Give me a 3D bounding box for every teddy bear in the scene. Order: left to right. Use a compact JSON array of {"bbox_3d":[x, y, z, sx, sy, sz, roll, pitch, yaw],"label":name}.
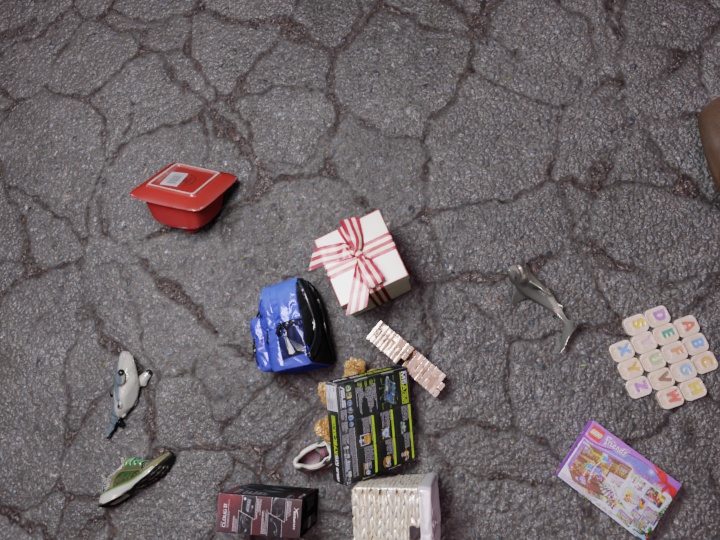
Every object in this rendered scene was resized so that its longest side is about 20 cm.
[{"bbox_3d":[-0.020,0.279,1.160,0.199,0.067,0.146,-36,85,-37],"label":"teddy bear"}]

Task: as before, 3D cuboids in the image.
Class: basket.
[{"bbox_3d":[0.076,0.514,1.060,0.158,0.200,0.202,-3,77,10],"label":"basket"}]

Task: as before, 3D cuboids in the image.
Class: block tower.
[{"bbox_3d":[0.106,0.197,1.204,0.199,0.058,0.054,40,85,13],"label":"block tower"}]

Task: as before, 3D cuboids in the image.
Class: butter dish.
[{"bbox_3d":[-0.428,-0.163,1.334,0.196,0.150,0.201,14,37,11],"label":"butter dish"}]

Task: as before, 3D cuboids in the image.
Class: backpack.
[{"bbox_3d":[-0.161,0.124,1.208,0.165,0.163,0.204,-13,76,9],"label":"backpack"}]

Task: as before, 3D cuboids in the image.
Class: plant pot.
[{"bbox_3d":[0.820,-0.277,1.149,0.184,0.188,0.203,-16,61,5],"label":"plant pot"}]

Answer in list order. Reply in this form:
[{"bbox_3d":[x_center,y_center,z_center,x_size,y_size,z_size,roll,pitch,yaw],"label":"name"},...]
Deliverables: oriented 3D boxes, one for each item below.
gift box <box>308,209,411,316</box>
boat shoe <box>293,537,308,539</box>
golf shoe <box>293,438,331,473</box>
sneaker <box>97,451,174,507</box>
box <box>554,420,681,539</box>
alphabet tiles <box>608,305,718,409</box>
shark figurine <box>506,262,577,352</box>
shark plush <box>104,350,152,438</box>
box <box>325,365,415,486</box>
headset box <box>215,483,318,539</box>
[{"bbox_3d":[0.000,0.000,1.198,0.198,0.187,0.186,-29,74,0],"label":"gift box"},{"bbox_3d":[-0.066,0.625,1.128,0.197,0.060,0.073,19,80,13],"label":"boat shoe"},{"bbox_3d":[-0.052,0.392,1.167,0.197,0.088,0.078,-24,73,1],"label":"golf shoe"},{"bbox_3d":[-0.524,0.459,1.237,0.198,0.077,0.089,-31,66,-2],"label":"sneaker"},{"bbox_3d":[0.519,0.424,1.092,0.199,0.039,0.138,36,85,15],"label":"box"},{"bbox_3d":[0.643,0.183,1.142,0.193,0.015,0.203,-20,74,4],"label":"alphabet tiles"},{"bbox_3d":[0.385,0.069,1.191,0.215,0.128,0.089,46,113,-2],"label":"shark figurine"},{"bbox_3d":[-0.573,0.302,1.302,0.082,0.090,0.204,15,100,31],"label":"shark plush"},{"bbox_3d":[0.024,0.313,1.108,0.047,0.191,0.204,-5,90,51],"label":"box"},{"bbox_3d":[-0.201,0.502,1.133,0.196,0.149,0.079,1,76,10],"label":"headset box"}]
